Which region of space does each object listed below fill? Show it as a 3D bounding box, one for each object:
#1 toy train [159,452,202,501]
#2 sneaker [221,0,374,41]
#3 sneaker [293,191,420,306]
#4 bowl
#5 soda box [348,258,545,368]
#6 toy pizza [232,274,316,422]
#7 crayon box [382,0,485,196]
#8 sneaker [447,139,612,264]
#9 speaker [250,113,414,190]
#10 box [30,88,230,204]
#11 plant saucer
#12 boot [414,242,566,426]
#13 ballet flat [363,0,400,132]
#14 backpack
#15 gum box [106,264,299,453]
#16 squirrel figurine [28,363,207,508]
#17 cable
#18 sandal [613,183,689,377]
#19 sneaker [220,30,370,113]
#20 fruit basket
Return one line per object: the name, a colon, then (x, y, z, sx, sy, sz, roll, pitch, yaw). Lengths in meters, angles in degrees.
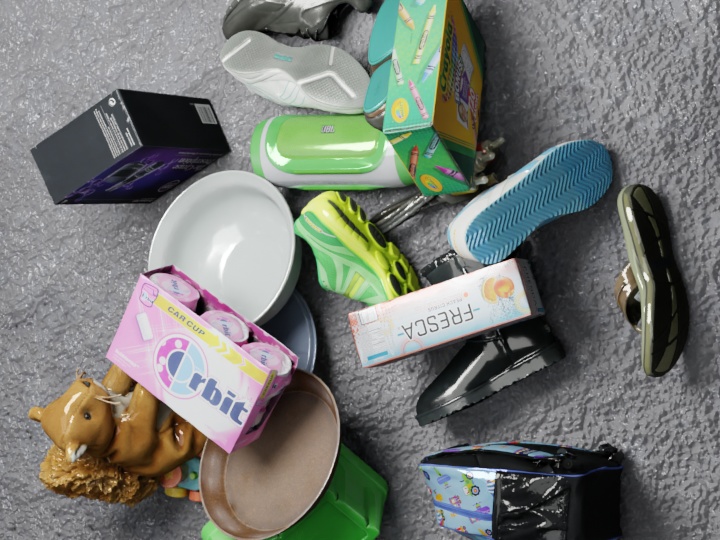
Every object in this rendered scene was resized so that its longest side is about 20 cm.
toy train: (-0.235, 0.189, 1.740, 0.150, 0.056, 0.200, -44, 75, 20)
sneaker: (-0.073, -0.301, 1.634, 0.199, 0.076, 0.092, -21, 91, 27)
sneaker: (0.000, 0.000, 1.594, 0.083, 0.074, 0.201, -26, 107, 35)
bowl: (-0.143, -0.009, 1.651, 0.199, 0.090, 0.203, -9, 71, 26)
soda box: (0.091, 0.047, 1.502, 0.198, 0.068, 0.064, -18, 83, 20)
toy pizza: (-0.136, 0.102, 1.685, 0.198, 0.032, 0.202, -8, 71, 25)
crayon box: (0.081, -0.196, 1.492, 0.058, 0.119, 0.202, -7, 57, 24)
sneaker: (0.179, -0.079, 1.498, 0.199, 0.081, 0.077, -30, 104, -15)
speaker: (-0.023, -0.137, 1.610, 0.198, 0.088, 0.090, 1, 93, 24)
box: (-0.267, -0.142, 1.658, 0.140, 0.200, 0.080, -27, 82, 24)
plant saucer: (-0.095, 0.208, 1.572, 0.199, 0.034, 0.202, -20, 53, 28)
boot: (0.118, 0.062, 1.561, 0.197, 0.073, 0.164, -30, 83, 16)
ballet flat: (0.042, -0.221, 1.564, 0.068, 0.068, 0.201, -24, 40, 36)
backpack: (0.163, 0.248, 1.490, 0.198, 0.182, 0.136, 0, 86, 28)
gum box: (-0.172, 0.099, 1.554, 0.199, 0.066, 0.114, 35, 114, 17)
squirrel figurine: (-0.295, 0.198, 1.633, 0.141, 0.186, 0.201, 42, 113, 29)
cable: (0.084, -0.099, 1.571, 0.199, 0.097, 0.050, -17, 121, 40)
sandal: (0.298, 0.012, 1.482, 0.057, 0.079, 0.203, -15, 80, 41)
sneaker: (-0.064, -0.221, 1.628, 0.199, 0.080, 0.071, 21, 73, 26)
fruit basket: (-0.085, 0.269, 1.645, 0.215, 0.216, 0.155, -37, 116, 22)
